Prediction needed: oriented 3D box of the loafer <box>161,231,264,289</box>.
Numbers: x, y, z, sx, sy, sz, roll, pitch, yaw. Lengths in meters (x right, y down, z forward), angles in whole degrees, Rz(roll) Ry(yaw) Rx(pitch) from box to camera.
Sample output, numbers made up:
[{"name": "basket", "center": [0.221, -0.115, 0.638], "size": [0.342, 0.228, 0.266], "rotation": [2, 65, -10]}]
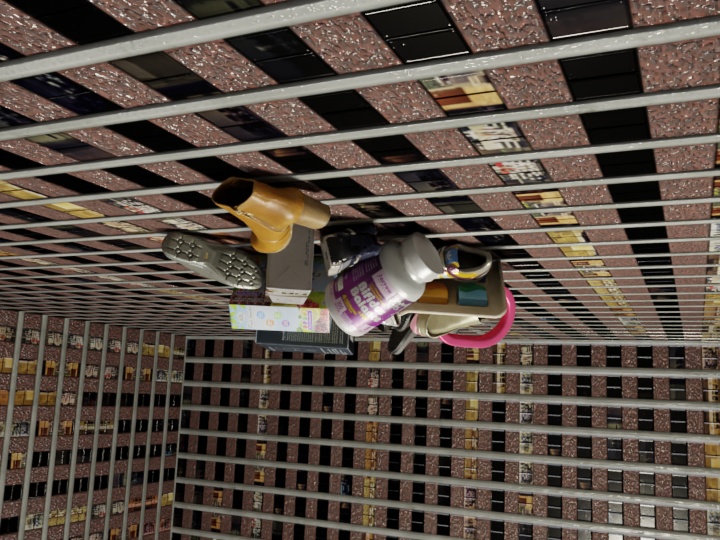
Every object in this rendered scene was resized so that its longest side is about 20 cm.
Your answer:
[{"name": "loafer", "center": [-0.272, -0.019, 1.379], "size": [0.197, 0.071, 0.070], "rotation": [26, 173, -17]}]

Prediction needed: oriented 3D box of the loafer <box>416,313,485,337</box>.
[{"name": "loafer", "center": [0.198, 0.073, 1.422], "size": [0.197, 0.077, 0.068], "rotation": [-25, -150, -16]}]

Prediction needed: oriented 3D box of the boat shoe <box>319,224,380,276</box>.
[{"name": "boat shoe", "center": [-0.017, -0.035, 1.267], "size": [0.091, 0.076, 0.200], "rotation": [-13, -177, -6]}]

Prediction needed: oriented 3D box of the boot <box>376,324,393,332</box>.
[{"name": "boot", "center": [0.101, 0.073, 1.808], "size": [0.171, 0.070, 0.200], "rotation": [-19, -145, -15]}]

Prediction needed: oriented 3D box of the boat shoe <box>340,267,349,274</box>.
[{"name": "boat shoe", "center": [-0.001, -0.001, 1.459], "size": [0.065, 0.073, 0.201], "rotation": [-32, 175, 2]}]

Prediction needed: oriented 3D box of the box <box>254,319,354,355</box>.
[{"name": "box", "center": [-0.113, 0.117, 1.591], "size": [0.196, 0.109, 0.149], "rotation": [2, 169, 4]}]

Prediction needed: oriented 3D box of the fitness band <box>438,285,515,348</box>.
[{"name": "fitness band", "center": [0.228, 0.084, 1.501], "size": [0.197, 0.147, 0.037], "rotation": [7, -169, -27]}]

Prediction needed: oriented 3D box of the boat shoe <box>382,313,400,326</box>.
[{"name": "boat shoe", "center": [0.064, 0.044, 1.516], "size": [0.068, 0.071, 0.202], "rotation": [18, 146, 14]}]

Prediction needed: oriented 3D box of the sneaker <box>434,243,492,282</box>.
[{"name": "sneaker", "center": [0.139, -0.018, 1.339], "size": [0.196, 0.077, 0.090], "rotation": [-3, 164, -6]}]

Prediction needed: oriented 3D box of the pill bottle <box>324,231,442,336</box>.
[{"name": "pill bottle", "center": [0.041, 0.021, 1.283], "size": [0.199, 0.114, 0.111], "rotation": [-35, 152, 27]}]

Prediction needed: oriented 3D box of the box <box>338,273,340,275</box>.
[{"name": "box", "center": [0.034, 0.039, 1.649], "size": [0.197, 0.079, 0.094], "rotation": [8, 168, -30]}]

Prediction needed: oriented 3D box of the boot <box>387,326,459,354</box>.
[{"name": "boot", "center": [0.162, 0.133, 1.710], "size": [0.131, 0.201, 0.070], "rotation": [33, -170, -25]}]

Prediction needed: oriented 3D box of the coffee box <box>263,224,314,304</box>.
[{"name": "coffee box", "center": [-0.128, -0.009, 1.311], "size": [0.078, 0.116, 0.200], "rotation": [4, 170, -7]}]

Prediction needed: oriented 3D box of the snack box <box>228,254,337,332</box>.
[{"name": "snack box", "center": [-0.150, 0.043, 1.484], "size": [0.196, 0.170, 0.069], "rotation": [4, 126, 3]}]

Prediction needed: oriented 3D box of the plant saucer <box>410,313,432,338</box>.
[{"name": "plant saucer", "center": [0.197, 0.078, 1.585], "size": [0.199, 0.051, 0.201], "rotation": [-33, 161, -13]}]

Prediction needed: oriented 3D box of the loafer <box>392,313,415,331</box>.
[{"name": "loafer", "center": [0.123, 0.046, 1.572], "size": [0.071, 0.073, 0.201], "rotation": [-20, 155, -39]}]

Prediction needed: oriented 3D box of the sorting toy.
[{"name": "sorting toy", "center": [0.173, 0.024, 1.404], "size": [0.196, 0.037, 0.186], "rotation": [-1, -149, 7]}]

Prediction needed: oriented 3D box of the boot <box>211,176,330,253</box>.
[{"name": "boot", "center": [-0.149, -0.084, 1.049], "size": [0.142, 0.072, 0.200], "rotation": [17, 161, -35]}]
